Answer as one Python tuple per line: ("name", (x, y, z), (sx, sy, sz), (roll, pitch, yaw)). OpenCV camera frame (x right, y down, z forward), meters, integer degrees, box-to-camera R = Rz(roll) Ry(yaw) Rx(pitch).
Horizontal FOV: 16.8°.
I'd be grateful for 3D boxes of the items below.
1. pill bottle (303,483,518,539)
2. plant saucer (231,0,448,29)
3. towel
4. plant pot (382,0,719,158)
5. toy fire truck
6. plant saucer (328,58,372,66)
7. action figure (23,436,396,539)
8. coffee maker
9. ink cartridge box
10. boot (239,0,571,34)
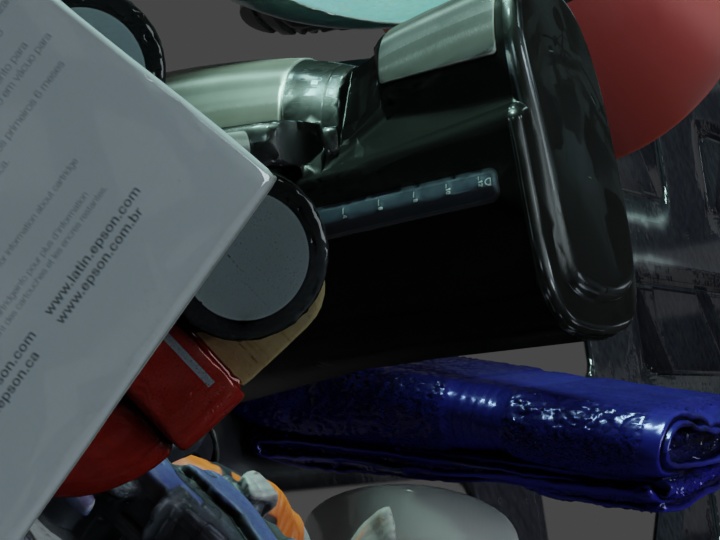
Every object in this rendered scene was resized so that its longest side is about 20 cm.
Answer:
("pill bottle", (0.014, 0.197, 0.990), (0.113, 0.112, 0.201), (52, 34, -49))
("plant saucer", (-0.043, -0.157, 1.009), (0.200, 0.039, 0.202), (22, 36, -17))
("towel", (0.059, 0.069, 1.057), (0.147, 0.199, 0.050), (2, 95, -67))
("plant pot", (0.078, -0.175, 1.239), (0.177, 0.199, 0.202), (33, 50, -49))
("toy fire truck", (-0.128, 0.004, 0.651), (0.176, 0.200, 0.129), (48, -3, -13))
("plant saucer", (0.017, -0.054, 1.021), (0.019, 0.199, 0.070), (-31, 111, -42))
("action figure", (-0.069, 0.090, 0.776), (0.200, 0.105, 0.193), (43, 17, 26))
("coffee maker", (0.000, 0.000, 0.929), (0.135, 0.199, 0.193), (-51, 127, -61))
("ink cartridge box", (-0.153, -0.003, 0.569), (0.200, 0.041, 0.200), (39, 80, -16))
("boot", (0.018, -0.216, 1.120), (0.073, 0.180, 0.202), (70, 19, -72))
